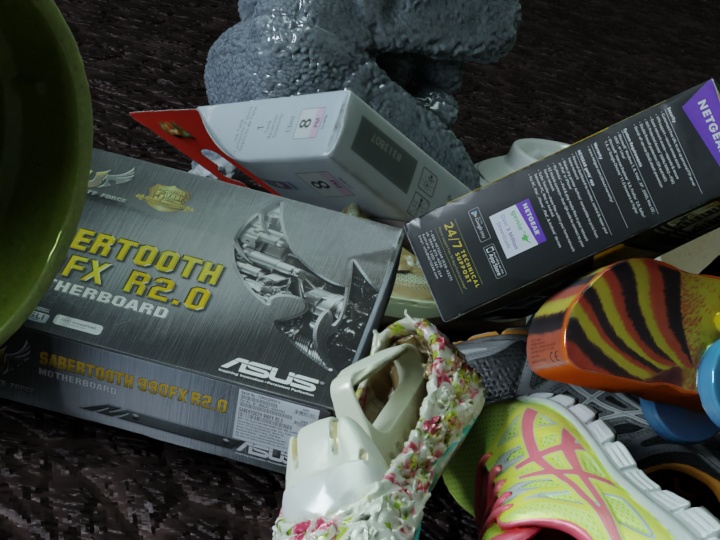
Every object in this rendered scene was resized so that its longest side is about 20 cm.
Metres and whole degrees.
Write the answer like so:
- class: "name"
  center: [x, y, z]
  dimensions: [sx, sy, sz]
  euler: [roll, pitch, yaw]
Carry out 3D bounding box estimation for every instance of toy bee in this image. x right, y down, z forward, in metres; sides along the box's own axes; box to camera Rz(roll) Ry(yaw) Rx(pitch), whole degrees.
- class: "toy bee"
  center: [0.173, 0.031, 0.975]
  dimensions: [0.130, 0.110, 0.199]
  euler: [-1, -25, 45]

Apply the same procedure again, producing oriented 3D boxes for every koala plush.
- class: "koala plush"
  center: [-0.032, -0.125, 1.330]
  dimensions: [0.183, 0.179, 0.199]
  euler: [21, -12, -35]

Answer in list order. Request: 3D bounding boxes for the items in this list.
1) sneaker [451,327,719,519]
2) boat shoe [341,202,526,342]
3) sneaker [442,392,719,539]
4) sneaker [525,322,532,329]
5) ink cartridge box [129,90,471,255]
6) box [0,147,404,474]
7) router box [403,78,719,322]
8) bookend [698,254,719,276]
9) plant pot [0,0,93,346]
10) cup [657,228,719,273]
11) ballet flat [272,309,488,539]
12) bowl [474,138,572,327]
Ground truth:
- class: "sneaker"
  center: [0.114, 0.089, 1.015]
  dimensions: [0.198, 0.079, 0.077]
  euler: [18, 24, 9]
- class: "boat shoe"
  center: [0.000, 0.000, 1.139]
  dimensions: [0.198, 0.077, 0.072]
  euler: [4, -14, -24]
- class: "sneaker"
  center: [0.080, 0.112, 0.917]
  dimensions: [0.090, 0.079, 0.200]
  euler: [-11, 21, -26]
- class: "sneaker"
  center: [0.125, 0.048, 1.151]
  dimensions: [0.080, 0.075, 0.200]
  euler: [16, 16, 6]
- class: "ink cartridge box"
  center: [-0.029, -0.041, 1.232]
  dimensions: [0.199, 0.057, 0.162]
  euler: [-5, -31, 44]
- class: "box"
  center: [-0.091, 0.015, 1.022]
  dimensions: [0.198, 0.049, 0.159]
  euler: [15, 36, 6]
- class: "router box"
  center: [0.120, -0.029, 1.017]
  dimensions: [0.156, 0.053, 0.200]
  euler: [-25, -7, 13]
- class: "bookend"
  center: [0.288, 0.034, 1.106]
  dimensions: [0.198, 0.199, 0.093]
  euler: [7, 58, -25]
- class: "plant pot"
  center: [-0.252, -0.065, 0.924]
  dimensions: [0.183, 0.202, 0.199]
  euler: [21, 17, 39]
- class: "cup"
  center: [0.303, -0.004, 1.305]
  dimensions: [0.143, 0.200, 0.200]
  euler: [50, -6, -36]
- class: "ballet flat"
  center: [0.000, 0.081, 0.898]
  dimensions: [0.075, 0.064, 0.200]
  euler: [-21, 17, 25]
- class: "bowl"
  center: [0.129, -0.028, 1.359]
  dimensions: [0.199, 0.095, 0.201]
  euler: [15, 17, -4]
